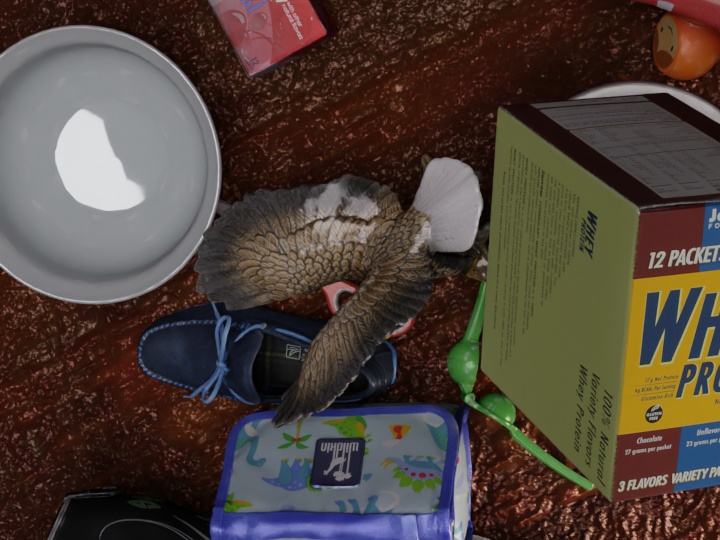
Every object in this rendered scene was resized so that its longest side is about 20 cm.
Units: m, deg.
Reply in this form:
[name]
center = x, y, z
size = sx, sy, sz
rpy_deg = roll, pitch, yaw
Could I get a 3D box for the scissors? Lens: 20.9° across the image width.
[scissors]
center = -0.049, -0.007, 1.470
size = 0.199, 0.014, 0.074
rpy_deg = 16, 102, 3

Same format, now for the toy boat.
[toy boat]
center = 0.239, -0.191, 1.367
size = 0.199, 0.131, 0.131
rpy_deg = 22, 129, 4

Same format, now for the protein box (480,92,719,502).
[protein box]
center = 0.184, 0.010, 1.273
size = 0.134, 0.200, 0.200
rpy_deg = -6, 114, -20

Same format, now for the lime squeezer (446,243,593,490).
[lime squeezer]
center = 0.106, 0.084, 1.459
size = 0.070, 0.038, 0.201
rpy_deg = -24, 94, -21

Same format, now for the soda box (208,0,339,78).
[soda box]
center = -0.094, -0.244, 1.417
size = 0.070, 0.063, 0.201
rpy_deg = -27, 94, 11

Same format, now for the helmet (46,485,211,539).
[helmet]
center = -0.159, 0.271, 1.439
size = 0.190, 0.200, 0.201
rpy_deg = 23, 100, -4

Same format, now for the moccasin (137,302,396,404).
[moccasin]
center = -0.075, 0.061, 1.452
size = 0.199, 0.068, 0.081
rpy_deg = -1, 103, 12

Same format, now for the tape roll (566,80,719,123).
[tape roll]
center = 0.201, -0.037, 1.422
size = 0.202, 0.037, 0.204
rpy_deg = 1, 97, 7

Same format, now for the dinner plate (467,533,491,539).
[dinner plate]
center = 0.067, 0.300, 1.495
size = 0.199, 0.024, 0.201
rpy_deg = 1, 98, 8

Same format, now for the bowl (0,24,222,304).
[bowl]
center = -0.192, -0.081, 1.439
size = 0.200, 0.090, 0.202
rpy_deg = 1, 98, 6

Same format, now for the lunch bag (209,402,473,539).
[lunch bag]
center = -0.008, 0.160, 1.395
size = 0.169, 0.200, 0.128
rpy_deg = -2, 98, 8

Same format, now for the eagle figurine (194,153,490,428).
[eagle figurine]
center = 0.001, 0.007, 1.373
size = 0.199, 0.152, 0.152
rpy_deg = -20, 109, -18
